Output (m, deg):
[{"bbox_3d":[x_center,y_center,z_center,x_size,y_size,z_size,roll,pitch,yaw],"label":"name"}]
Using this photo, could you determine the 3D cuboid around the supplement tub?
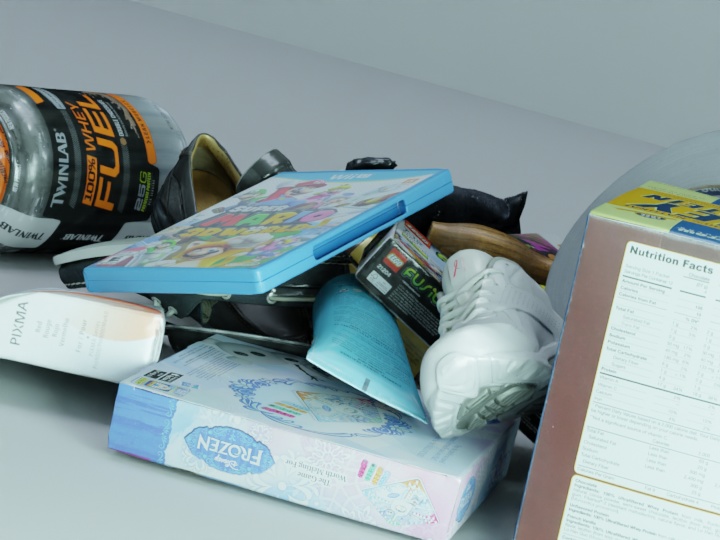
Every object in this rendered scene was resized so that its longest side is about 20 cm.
[{"bbox_3d":[-0.231,-0.073,2.042,0.122,0.123,0.199,20,13,38],"label":"supplement tub"}]

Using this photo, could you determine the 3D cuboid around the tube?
[{"bbox_3d":[0.000,0.046,1.637,0.077,0.051,0.200,24,9,-7],"label":"tube"}]

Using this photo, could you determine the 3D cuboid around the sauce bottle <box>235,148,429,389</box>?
[{"bbox_3d":[0.000,0.000,1.851,0.200,0.065,0.065,46,17,10],"label":"sauce bottle"}]

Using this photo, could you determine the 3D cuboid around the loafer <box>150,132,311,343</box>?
[{"bbox_3d":[-0.087,-0.013,1.894,0.072,0.073,0.200,-8,42,-31],"label":"loafer"}]

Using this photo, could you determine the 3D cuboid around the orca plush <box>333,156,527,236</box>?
[{"bbox_3d":[0.028,-0.021,2.017,0.199,0.105,0.071,12,53,-29],"label":"orca plush"}]

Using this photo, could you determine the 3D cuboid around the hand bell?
[{"bbox_3d":[0.140,0.005,1.881,0.199,0.105,0.104,19,9,-4],"label":"hand bell"}]

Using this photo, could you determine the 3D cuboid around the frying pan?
[{"bbox_3d":[-0.103,0.047,1.780,0.189,0.031,0.115,5,-5,28],"label":"frying pan"}]

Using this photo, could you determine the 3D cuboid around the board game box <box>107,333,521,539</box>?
[{"bbox_3d":[-0.022,0.093,1.597,0.198,0.044,0.200,14,9,11],"label":"board game box"}]

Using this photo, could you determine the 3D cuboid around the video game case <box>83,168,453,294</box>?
[{"bbox_3d":[-0.055,-0.026,1.719,0.143,0.018,0.200,0,18,39],"label":"video game case"}]

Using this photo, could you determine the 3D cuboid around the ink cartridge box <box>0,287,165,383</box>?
[{"bbox_3d":[-0.216,0.024,1.663,0.199,0.050,0.162,15,0,-4],"label":"ink cartridge box"}]

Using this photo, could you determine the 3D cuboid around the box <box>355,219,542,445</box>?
[{"bbox_3d":[0.082,0.050,1.724,0.200,0.035,0.110,43,9,-5],"label":"box"}]

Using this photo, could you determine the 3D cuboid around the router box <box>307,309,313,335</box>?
[{"bbox_3d":[-0.006,0.015,2.033,0.199,0.053,0.157,14,9,7],"label":"router box"}]

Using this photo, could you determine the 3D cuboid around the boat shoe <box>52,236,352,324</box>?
[{"bbox_3d":[-0.103,0.005,1.807,0.199,0.061,0.076,-4,4,17],"label":"boat shoe"}]

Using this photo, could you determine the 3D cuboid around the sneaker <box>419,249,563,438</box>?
[{"bbox_3d":[0.067,0.036,1.582,0.078,0.100,0.200,-31,-10,14],"label":"sneaker"}]

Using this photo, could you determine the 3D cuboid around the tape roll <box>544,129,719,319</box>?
[{"bbox_3d":[0.214,0.008,1.717,0.200,0.200,0.066,25,-20,52],"label":"tape roll"}]

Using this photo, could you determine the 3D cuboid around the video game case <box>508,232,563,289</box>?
[{"bbox_3d":[0.144,0.042,1.948,0.181,0.036,0.200,43,22,24],"label":"video game case"}]

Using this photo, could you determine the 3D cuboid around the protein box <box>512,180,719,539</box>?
[{"bbox_3d":[0.183,0.070,1.526,0.134,0.201,0.198,15,10,13],"label":"protein box"}]
